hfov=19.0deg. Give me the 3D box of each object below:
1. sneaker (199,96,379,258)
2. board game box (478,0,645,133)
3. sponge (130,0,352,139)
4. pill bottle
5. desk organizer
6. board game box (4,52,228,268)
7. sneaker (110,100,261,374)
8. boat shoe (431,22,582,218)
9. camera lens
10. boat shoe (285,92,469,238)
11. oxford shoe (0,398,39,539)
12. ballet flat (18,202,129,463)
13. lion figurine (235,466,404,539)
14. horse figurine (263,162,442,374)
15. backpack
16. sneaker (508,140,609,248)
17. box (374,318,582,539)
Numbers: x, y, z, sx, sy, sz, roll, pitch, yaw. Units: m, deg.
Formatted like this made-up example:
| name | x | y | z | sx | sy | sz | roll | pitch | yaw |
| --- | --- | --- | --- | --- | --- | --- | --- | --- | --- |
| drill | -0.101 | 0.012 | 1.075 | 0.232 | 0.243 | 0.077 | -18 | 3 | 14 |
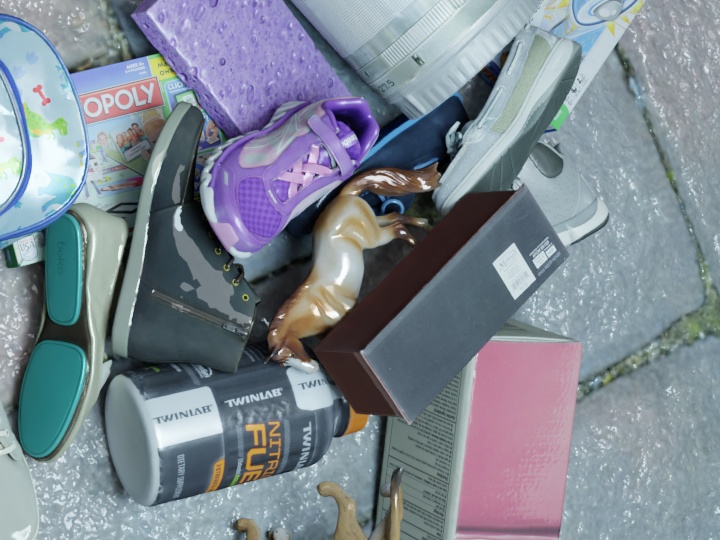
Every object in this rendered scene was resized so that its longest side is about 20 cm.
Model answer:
| name | x | y | z | sx | sy | sz | roll | pitch | yaw |
| --- | --- | --- | --- | --- | --- | --- | --- | --- | --- |
| sneaker | -0.048 | -0.082 | 1.646 | 0.200 | 0.088 | 0.081 | -48 | 118 | -51 |
| board game box | 0.171 | -0.240 | 1.884 | 0.135 | 0.034 | 0.201 | 41 | 71 | -19 |
| sponge | -0.087 | -0.163 | 1.729 | 0.200 | 0.030 | 0.112 | 53 | 56 | -22 |
| pill bottle | -0.092 | 0.113 | 1.691 | 0.198 | 0.106 | 0.107 | -12 | 93 | -27 |
| desk organizer | 0.062 | 0.024 | 1.662 | 0.200 | 0.077 | 0.072 | -45 | 112 | -25 |
| board game box | -0.199 | -0.092 | 1.692 | 0.199 | 0.029 | 0.136 | -17 | 96 | -27 |
| sneaker | -0.120 | -0.023 | 1.653 | 0.105 | 0.075 | 0.202 | 12 | 88 | 0 |
| boat shoe | 0.113 | -0.123 | 1.790 | 0.064 | 0.075 | 0.203 | 28 | 67 | 16 |
| camera lens | 0.027 | -0.243 | 1.731 | 0.200 | 0.160 | 0.160 | 47 | 69 | -9 |
| boat shoe | 0.024 | -0.077 | 1.774 | 0.199 | 0.084 | 0.069 | -34 | 101 | -22 |
| oxford shoe | -0.293 | 0.122 | 1.616 | 0.075 | 0.058 | 0.202 | -22 | 99 | -29 |
| ballet flat | -0.214 | 0.049 | 1.650 | 0.069 | 0.069 | 0.202 | 6 | 100 | -26 |
| lion figurine | -0.035 | 0.241 | 1.689 | 0.072 | 0.199 | 0.123 | 26 | 43 | -43 |
| horse figurine | 0.000 | 0.000 | 1.697 | 0.132 | 0.050 | 0.202 | 22 | 75 | -23 |
| backpack | -0.299 | -0.095 | 1.555 | 0.198 | 0.147 | 0.185 | -16 | 95 | -13 |
| sneaker | 0.114 | -0.050 | 1.832 | 0.199 | 0.075 | 0.116 | -30 | 95 | -34 |
| box | 0.095 | 0.143 | 1.752 | 0.108 | 0.128 | 0.202 | 2 | 98 | -29 |
